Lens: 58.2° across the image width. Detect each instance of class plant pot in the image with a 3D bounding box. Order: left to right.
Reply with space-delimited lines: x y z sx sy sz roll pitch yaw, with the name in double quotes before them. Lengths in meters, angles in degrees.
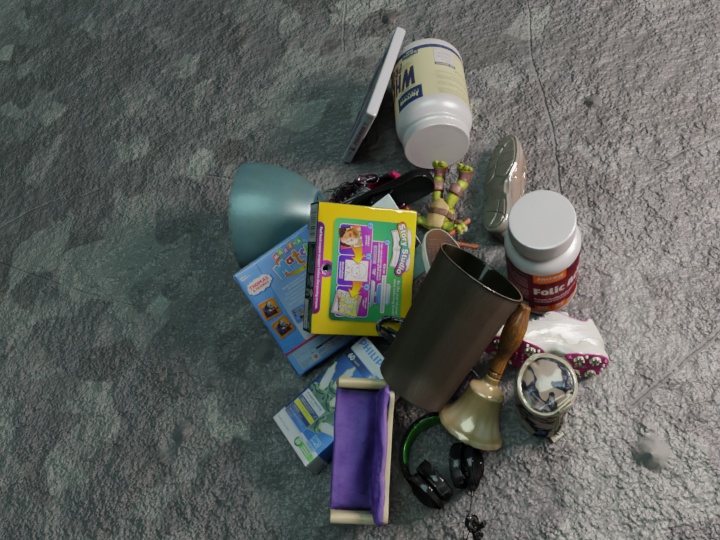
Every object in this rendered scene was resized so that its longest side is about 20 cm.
"plant pot" -0.132 -0.092 1.146 0.131 0.201 0.205 -2 62 13

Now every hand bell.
"hand bell" 0.195 0.141 0.923 0.103 0.103 0.204 31 110 28

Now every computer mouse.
"computer mouse" 0.109 0.135 1.016 0.198 0.034 0.059 37 95 4

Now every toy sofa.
"toy sofa" -0.001 0.259 0.937 0.080 0.098 0.206 4 85 -4

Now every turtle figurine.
"turtle figurine" 0.149 -0.104 1.137 0.197 0.064 0.165 13 82 47

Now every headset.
"headset" 0.124 0.291 0.930 0.121 0.095 0.202 -28 48 2

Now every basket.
"basket" 0.121 0.086 0.923 0.134 0.180 0.203 30 104 3

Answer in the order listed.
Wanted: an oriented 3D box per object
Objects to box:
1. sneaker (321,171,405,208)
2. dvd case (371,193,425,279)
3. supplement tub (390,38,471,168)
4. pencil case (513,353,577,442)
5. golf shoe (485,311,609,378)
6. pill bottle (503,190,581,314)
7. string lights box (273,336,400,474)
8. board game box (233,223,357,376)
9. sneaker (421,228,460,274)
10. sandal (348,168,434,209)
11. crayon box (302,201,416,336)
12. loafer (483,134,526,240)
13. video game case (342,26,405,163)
"sneaker" -0.007 -0.144 1.207 0.194 0.075 0.083 -12 60 12
"dvd case" 0.009 -0.012 1.109 0.198 0.022 0.148 -35 91 6
"supplement tub" 0.132 -0.310 1.209 0.141 0.146 0.205 -10 60 11
"pencil case" 0.254 0.177 0.888 0.078 0.200 0.089 -43 65 -5
"golf shoe" 0.275 0.104 0.985 0.194 0.076 0.093 11 52 -2
"pill bottle" 0.277 -0.025 0.985 0.111 0.201 0.117 -7 61 13
"string lights box" -0.031 0.214 1.037 0.199 0.059 0.103 -41 59 -7
"board game box" -0.095 0.050 1.078 0.149 0.037 0.203 -32 101 3
"sneaker" 0.141 0.036 1.051 0.071 0.085 0.205 -13 71 -20
"sandal" 0.043 -0.112 1.143 0.198 0.075 0.049 -29 50 32
"crayon box" 0.000 0.000 1.040 0.168 0.058 0.206 4 90 -20
"loafer" 0.260 -0.142 1.142 0.071 0.062 0.205 -18 50 46
"video game case" 0.023 -0.333 1.244 0.022 0.182 0.204 21 68 -9
